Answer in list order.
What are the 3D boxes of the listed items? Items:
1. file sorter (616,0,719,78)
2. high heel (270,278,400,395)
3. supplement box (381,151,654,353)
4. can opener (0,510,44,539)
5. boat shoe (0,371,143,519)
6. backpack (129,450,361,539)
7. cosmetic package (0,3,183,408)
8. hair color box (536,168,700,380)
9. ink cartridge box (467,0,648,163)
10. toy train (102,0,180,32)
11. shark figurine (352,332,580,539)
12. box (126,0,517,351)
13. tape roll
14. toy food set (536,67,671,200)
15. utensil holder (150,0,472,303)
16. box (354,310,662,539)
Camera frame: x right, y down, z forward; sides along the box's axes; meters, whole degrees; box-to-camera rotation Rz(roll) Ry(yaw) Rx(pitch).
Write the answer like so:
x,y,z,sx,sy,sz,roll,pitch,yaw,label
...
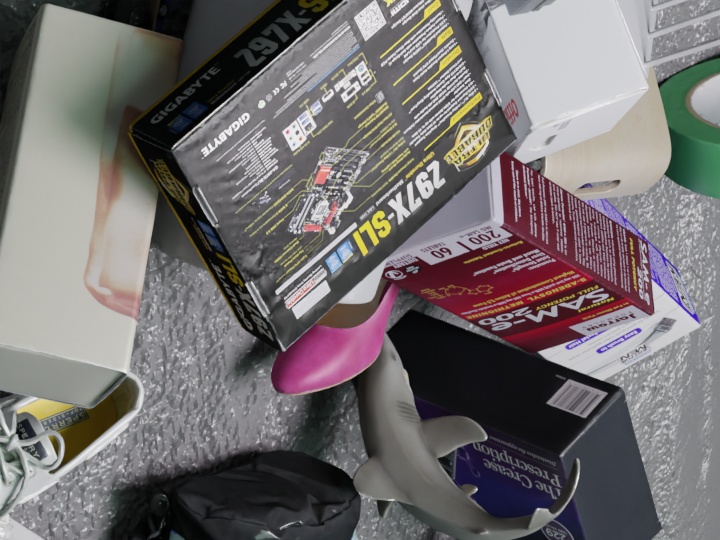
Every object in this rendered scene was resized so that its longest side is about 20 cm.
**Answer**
x,y,z,sx,sy,sz,roll,pitch,yaw,label
0.226,-0.249,1.497,0.139,0.124,0.200,63,23,-24,file sorter
0.000,0.000,1.490,0.200,0.067,0.096,-39,134,-32,high heel
0.101,-0.011,1.456,0.200,0.109,0.061,26,53,-47,supplement box
-0.193,0.203,1.362,0.200,0.053,0.066,34,120,-25,can opener
-0.208,0.109,1.292,0.202,0.086,0.075,-24,85,-40,boat shoe
-0.075,0.237,1.470,0.167,0.127,0.200,-8,114,-48,backpack
-0.165,-0.034,1.218,0.087,0.103,0.200,14,72,-16,cosmetic package
0.160,0.006,1.629,0.109,0.065,0.200,-30,139,19,hair color box
0.104,-0.181,1.398,0.084,0.145,0.200,-19,84,-6,ink cartridge box
-0.141,-0.108,1.328,0.046,0.034,0.200,-3,109,-49,toy train
0.045,0.146,1.458,0.089,0.214,0.128,-1,118,-45,shark figurine
-0.016,-0.078,1.225,0.200,0.049,0.160,-43,132,-18,box
0.329,-0.114,1.689,0.200,0.200,0.048,-28,124,-36,tape roll
0.140,-0.147,1.539,0.143,0.060,0.200,-7,81,-45,toy food set
-0.039,-0.098,1.343,0.170,0.170,0.200,7,104,-47,utensil holder
0.105,0.128,1.554,0.079,0.200,0.141,-45,132,-26,box
